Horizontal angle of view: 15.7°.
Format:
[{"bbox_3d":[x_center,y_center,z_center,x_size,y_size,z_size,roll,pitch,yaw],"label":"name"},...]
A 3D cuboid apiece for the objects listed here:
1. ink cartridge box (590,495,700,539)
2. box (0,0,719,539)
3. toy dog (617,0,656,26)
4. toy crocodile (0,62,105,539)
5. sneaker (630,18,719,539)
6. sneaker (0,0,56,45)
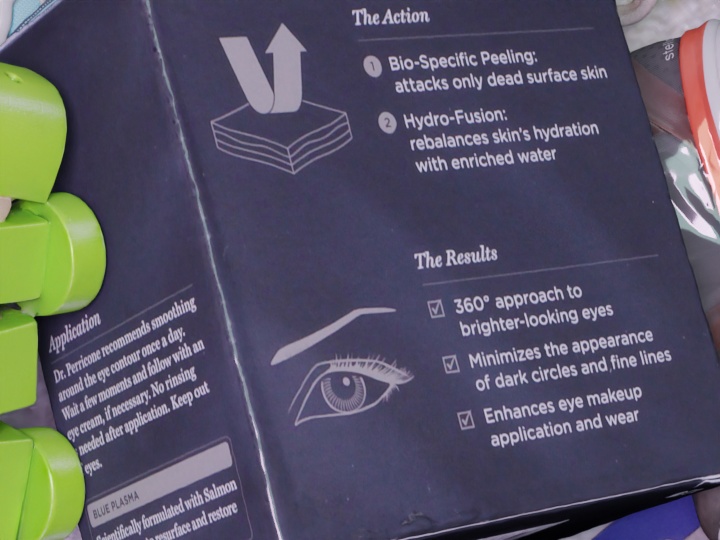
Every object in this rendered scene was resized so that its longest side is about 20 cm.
[{"bbox_3d":[0.163,0.161,0.928,0.198,0.047,0.200,-38,85,-11],"label":"ink cartridge box"},{"bbox_3d":[0.000,0.000,0.872,0.196,0.117,0.200,-7,77,-37],"label":"box"},{"bbox_3d":[0.095,-0.203,0.975,0.200,0.132,0.096,51,47,-1],"label":"toy dog"},{"bbox_3d":[-0.127,0.032,0.821,0.067,0.062,0.200,-8,112,-43],"label":"toy crocodile"},{"bbox_3d":[0.113,0.011,0.948,0.082,0.077,0.200,-10,68,17],"label":"sneaker"},{"bbox_3d":[-0.129,-0.031,0.899,0.086,0.078,0.200,24,49,-9],"label":"sneaker"}]
